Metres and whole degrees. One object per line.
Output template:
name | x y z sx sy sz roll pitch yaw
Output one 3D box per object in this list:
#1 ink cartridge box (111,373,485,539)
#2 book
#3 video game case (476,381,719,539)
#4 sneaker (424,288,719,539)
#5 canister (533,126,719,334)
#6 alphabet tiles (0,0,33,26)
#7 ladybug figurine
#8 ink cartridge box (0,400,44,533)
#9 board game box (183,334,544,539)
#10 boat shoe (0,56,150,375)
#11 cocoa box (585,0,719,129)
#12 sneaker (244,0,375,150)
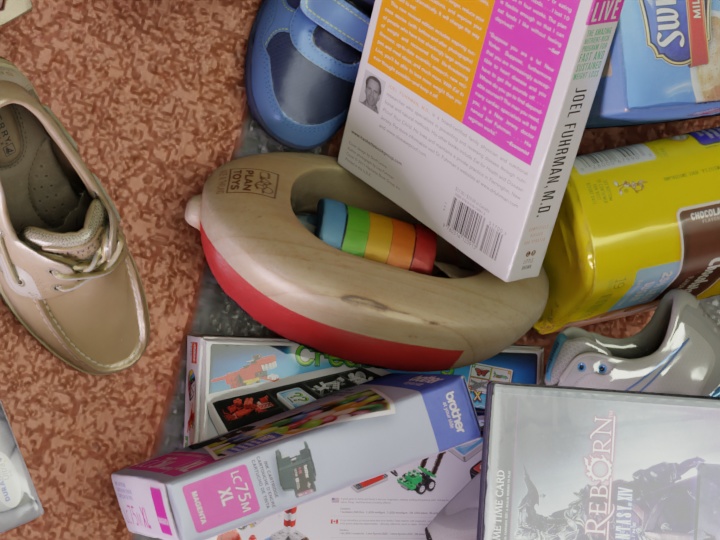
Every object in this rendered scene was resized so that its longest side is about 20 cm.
ink cartridge box | -0.021 0.091 1.481 0.200 0.119 0.042 -17 94 -18
book | 0.064 -0.113 1.467 0.048 0.134 0.200 -12 128 -43
video game case | 0.158 0.134 1.443 0.199 0.019 0.143 4 86 -5
sneaker | 0.111 0.079 1.533 0.200 0.075 0.087 -34 111 -3
canister | 0.192 -0.031 1.575 0.199 0.149 0.087 -12 79 -15
alphabet tiles | -0.274 -0.134 1.443 0.200 0.008 0.168 -28 98 -16
ladybug figurine | 0.000 0.000 1.532 0.199 0.136 0.072 18 123 -7
ink cartridge box | -0.290 0.071 1.472 0.200 0.043 0.199 -22 98 -16
board game box | 0.002 0.101 1.570 0.199 0.035 0.127 3 90 -18
boat shoe | -0.157 -0.019 1.475 0.072 0.065 0.200 -32 124 -15
cocoa box | 0.155 -0.146 1.533 0.131 0.200 0.134 -6 91 -18
sneaker | 0.004 -0.158 1.546 0.074 0.082 0.200 30 82 -18
